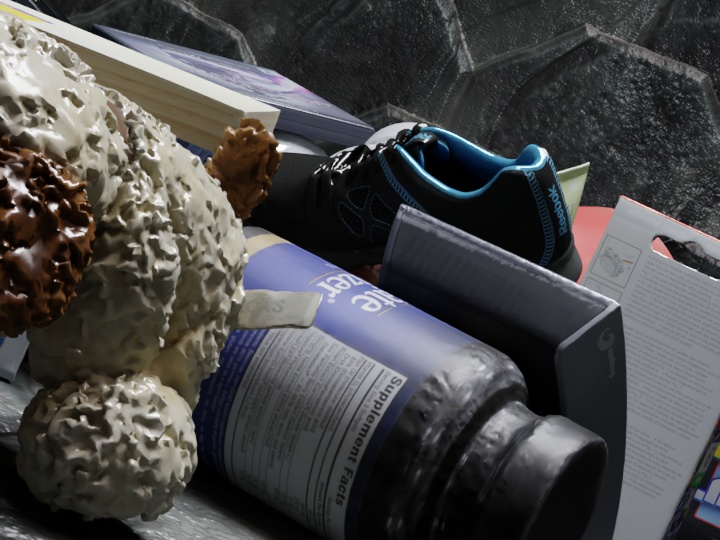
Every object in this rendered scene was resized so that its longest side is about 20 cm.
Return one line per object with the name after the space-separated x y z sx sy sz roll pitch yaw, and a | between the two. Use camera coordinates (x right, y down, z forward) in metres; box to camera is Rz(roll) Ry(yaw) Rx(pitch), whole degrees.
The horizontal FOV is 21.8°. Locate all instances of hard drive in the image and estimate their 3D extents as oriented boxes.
0.064 0.070 0.917 0.134 0.042 0.201 26 -37 26 | hard drive

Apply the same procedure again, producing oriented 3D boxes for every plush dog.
-0.117 -0.029 0.693 0.200 0.160 0.172 44 -4 35 | plush dog

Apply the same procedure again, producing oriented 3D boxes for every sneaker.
0.020 -0.042 0.940 0.199 0.082 0.073 12 41 30 | sneaker

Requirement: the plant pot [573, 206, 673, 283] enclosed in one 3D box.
0.104 0.043 1.312 0.177 0.202 0.200 9 14 -41 | plant pot

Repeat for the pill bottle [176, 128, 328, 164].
-0.080 -0.045 1.226 0.116 0.117 0.200 22 5 -39 | pill bottle

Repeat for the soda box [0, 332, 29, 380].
-0.210 -0.014 0.927 0.068 0.064 0.200 23 4 -27 | soda box

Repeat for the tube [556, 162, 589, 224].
0.072 0.036 1.017 0.052 0.201 0.058 14 24 -10 | tube

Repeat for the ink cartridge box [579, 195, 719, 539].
0.155 0.071 1.066 0.109 0.201 0.050 26 5 20 | ink cartridge box

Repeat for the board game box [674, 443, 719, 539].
0.233 0.123 1.135 0.199 0.166 0.057 24 4 -4 | board game box

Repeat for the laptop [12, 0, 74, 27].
-0.207 -0.114 1.150 0.103 0.201 0.177 -4 -36 32 | laptop

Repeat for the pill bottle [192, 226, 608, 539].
0.005 0.068 0.838 0.199 0.112 0.112 27 5 24 | pill bottle

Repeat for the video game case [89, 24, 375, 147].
-0.090 -0.124 1.249 0.142 0.019 0.200 12 10 -26 | video game case

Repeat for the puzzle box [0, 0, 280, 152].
-0.142 -0.105 0.930 0.199 0.026 0.133 22 7 3 | puzzle box

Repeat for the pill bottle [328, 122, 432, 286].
0.000 0.000 1.058 0.112 0.113 0.200 26 40 9 | pill bottle
